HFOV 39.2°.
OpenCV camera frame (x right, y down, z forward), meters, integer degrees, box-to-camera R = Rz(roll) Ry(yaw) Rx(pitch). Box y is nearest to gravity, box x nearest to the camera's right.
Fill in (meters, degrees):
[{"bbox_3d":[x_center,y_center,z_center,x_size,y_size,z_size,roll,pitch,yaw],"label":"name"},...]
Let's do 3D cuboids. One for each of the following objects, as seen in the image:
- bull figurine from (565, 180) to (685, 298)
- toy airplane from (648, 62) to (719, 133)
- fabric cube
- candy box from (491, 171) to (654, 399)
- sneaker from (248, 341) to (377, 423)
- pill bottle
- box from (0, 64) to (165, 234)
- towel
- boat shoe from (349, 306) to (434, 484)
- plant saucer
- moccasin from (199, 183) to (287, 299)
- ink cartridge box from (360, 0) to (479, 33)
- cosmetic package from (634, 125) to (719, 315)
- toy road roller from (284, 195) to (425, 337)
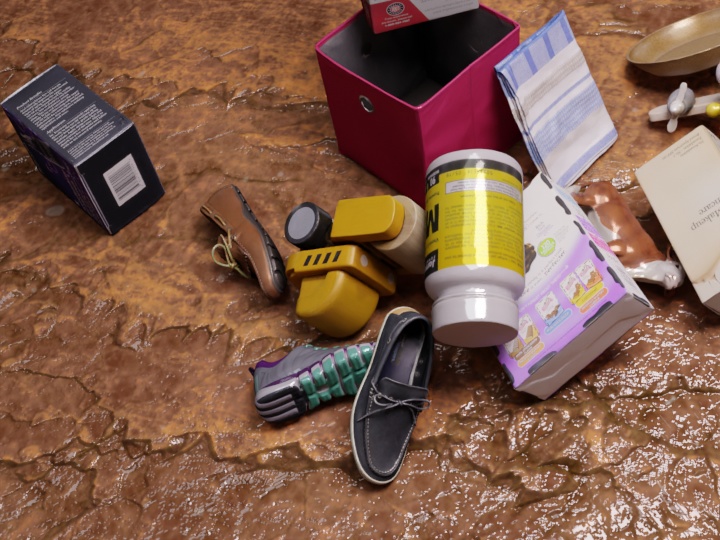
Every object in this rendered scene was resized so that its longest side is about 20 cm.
[{"bbox_3d":[0.309,-0.035,1.241,0.121,0.065,0.200,-7,45,-19],"label":"bull figurine"},{"bbox_3d":[0.501,-0.226,1.309,0.200,0.141,0.199,-36,34,0],"label":"toy airplane"},{"bbox_3d":[0.083,-0.239,1.361,0.200,0.200,0.196,-40,57,-20],"label":"fabric cube"},{"bbox_3d":[0.211,0.016,1.172,0.168,0.071,0.200,-44,49,21],"label":"candy box"},{"bbox_3d":[-0.036,0.106,1.201,0.199,0.075,0.088,-17,40,-7],"label":"sneaker"},{"bbox_3d":[0.128,-0.023,1.133,0.114,0.114,0.201,-2,68,9],"label":"pill bottle"},{"bbox_3d":[-0.391,-0.172,1.429,0.104,0.148,0.200,-42,56,-20],"label":"box"},{"bbox_3d":[0.260,-0.216,1.323,0.147,0.201,0.024,-41,27,-23],"label":"towel"},{"bbox_3d":[0.038,0.138,1.125,0.074,0.062,0.201,18,80,-19],"label":"boat shoe"},{"bbox_3d":[0.473,-0.315,1.406,0.199,0.036,0.200,-21,20,8],"label":"plant saucer"},{"bbox_3d":[-0.157,-0.033,1.327,0.078,0.074,0.202,-33,57,-4],"label":"moccasin"},{"bbox_3d":[0.062,-0.409,1.241,0.145,0.200,0.083,-14,51,0],"label":"ink cartridge box"},{"bbox_3d":[0.416,-0.058,1.189,0.103,0.073,0.201,-38,50,27],"label":"cosmetic package"},{"bbox_3d":[0.000,0.000,1.226,0.199,0.123,0.147,-7,65,36],"label":"toy road roller"}]
